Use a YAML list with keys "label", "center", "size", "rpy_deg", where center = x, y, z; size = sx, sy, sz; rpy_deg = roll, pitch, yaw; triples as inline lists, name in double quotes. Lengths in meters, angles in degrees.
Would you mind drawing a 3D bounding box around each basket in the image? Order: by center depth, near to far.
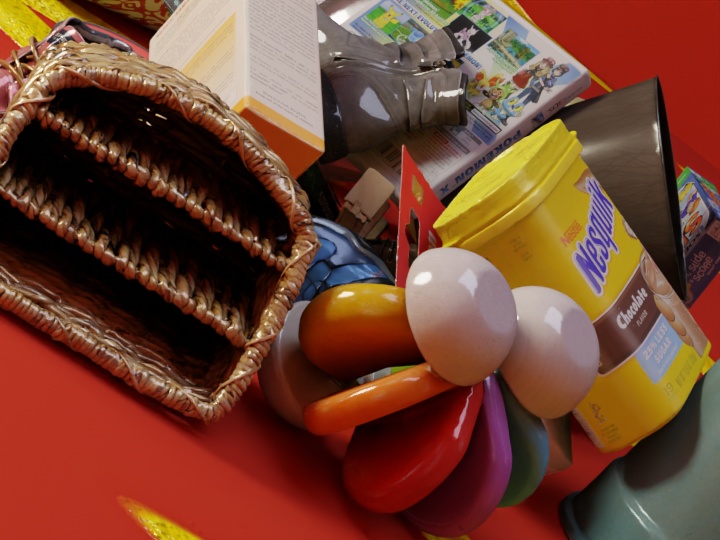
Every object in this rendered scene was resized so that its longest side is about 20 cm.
- label: "basket"
  center: [-0.125, -0.033, 1.198]
  size: [0.199, 0.143, 0.149]
  rpy_deg: [34, 15, -12]
- label: "basket"
  center: [0.147, -0.052, 1.618]
  size: [0.136, 0.198, 0.182]
  rpy_deg: [51, 34, -67]

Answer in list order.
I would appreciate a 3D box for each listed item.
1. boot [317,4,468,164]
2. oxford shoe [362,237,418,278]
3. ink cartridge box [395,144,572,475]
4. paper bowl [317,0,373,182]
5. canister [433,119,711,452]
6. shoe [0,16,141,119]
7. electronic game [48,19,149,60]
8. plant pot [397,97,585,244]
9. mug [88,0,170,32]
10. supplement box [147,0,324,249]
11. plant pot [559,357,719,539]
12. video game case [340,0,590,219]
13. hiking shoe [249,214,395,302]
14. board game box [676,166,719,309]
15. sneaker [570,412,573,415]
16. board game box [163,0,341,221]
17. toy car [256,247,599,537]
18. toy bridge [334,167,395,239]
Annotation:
- label: "boot"
  center: [0.009, -0.168, 1.612]
  size: [0.070, 0.130, 0.201]
  rpy_deg: [80, -7, -53]
- label: "oxford shoe"
  center: [0.000, 0.000, 1.497]
  size: [0.199, 0.085, 0.073]
  rpy_deg: [32, 18, -12]
- label: "ink cartridge box"
  center: [0.089, 0.025, 1.447]
  size: [0.162, 0.050, 0.201]
  rpy_deg: [-86, 152, -46]
- label: "paper bowl"
  center: [0.011, -0.167, 1.775]
  size: [0.200, 0.201, 0.105]
  rpy_deg: [27, 22, -32]
- label: "canister"
  center: [0.153, 0.011, 1.444]
  size: [0.201, 0.086, 0.149]
  rpy_deg: [54, 31, -7]
- label: "shoe"
  center: [-0.220, -0.123, 1.344]
  size: [0.071, 0.091, 0.200]
  rpy_deg: [43, 16, 22]
- label: "electronic game"
  center: [-0.157, -0.129, 1.597]
  size: [0.199, 0.042, 0.200]
  rpy_deg: [34, 16, -11]
- label: "plant pot"
  center: [0.135, -0.037, 1.764]
  size: [0.199, 0.199, 0.143]
  rpy_deg: [20, 49, -48]
- label: "mug"
  center: [-0.192, -0.291, 1.827]
  size: [0.199, 0.134, 0.178]
  rpy_deg: [25, 21, -48]
- label: "supplement box"
  center: [-0.092, -0.128, 1.481]
  size: [0.073, 0.126, 0.201]
  rpy_deg: [28, 37, -28]
- label: "plant pot"
  center: [0.278, 0.156, 1.455]
  size: [0.199, 0.197, 0.200]
  rpy_deg: [34, 16, -12]
- label: "video game case"
  center: [0.053, -0.150, 1.631]
  size: [0.200, 0.182, 0.022]
  rpy_deg: [44, -14, 38]
- label: "hiking shoe"
  center: [0.000, 0.031, 1.422]
  size: [0.199, 0.075, 0.087]
  rpy_deg: [35, 15, -9]
- label: "board game box"
  center: [0.245, 0.018, 1.767]
  size: [0.034, 0.201, 0.136]
  rpy_deg: [33, 15, -14]
- label: "sneaker"
  center: [0.136, 0.061, 1.652]
  size: [0.199, 0.071, 0.098]
  rpy_deg: [21, 15, -36]
- label: "board game box"
  center: [-0.086, -0.131, 1.670]
  size: [0.200, 0.028, 0.136]
  rpy_deg: [52, -8, 39]
- label: "toy car"
  center: [0.044, 0.086, 1.260]
  size: [0.199, 0.174, 0.151]
  rpy_deg: [23, 55, -44]
- label: "toy bridge"
  center: [-0.006, -0.032, 1.584]
  size: [0.027, 0.067, 0.200]
  rpy_deg: [39, -5, 4]
